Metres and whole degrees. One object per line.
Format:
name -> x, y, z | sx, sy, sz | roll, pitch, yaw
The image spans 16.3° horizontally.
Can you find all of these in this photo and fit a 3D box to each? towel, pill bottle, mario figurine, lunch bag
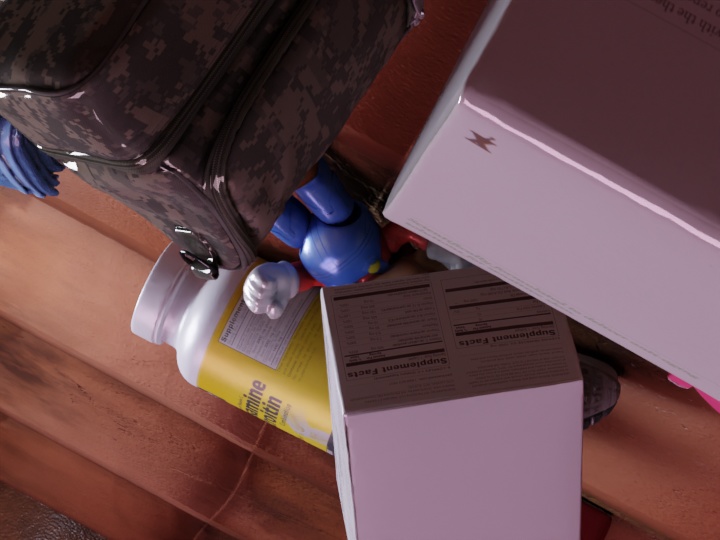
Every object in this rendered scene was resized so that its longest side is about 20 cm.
towel -> -0.327, -0.118, 1.935 | 0.199, 0.049, 0.112 | 22, 161, 22
pill bottle -> -0.070, 0.055, 1.929 | 0.199, 0.112, 0.112 | 26, 163, 7
mario figurine -> 0.000, 0.000, 1.670 | 0.200, 0.106, 0.123 | 39, 158, -28
lunch bag -> -0.072, -0.118, 1.279 | 0.139, 0.200, 0.168 | 11, 153, 51

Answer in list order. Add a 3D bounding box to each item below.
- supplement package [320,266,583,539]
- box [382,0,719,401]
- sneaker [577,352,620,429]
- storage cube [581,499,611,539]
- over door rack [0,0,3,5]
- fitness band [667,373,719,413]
supplement package -> 0.062, 0.107, 1.658 | 0.155, 0.111, 0.200 | -8, 138, -4
box -> 0.145, -0.071, 1.109 | 0.199, 0.172, 0.200 | 29, 163, -2
sneaker -> 0.087, 0.062, 1.782 | 0.199, 0.087, 0.075 | 10, 122, 3
storage cube -> 0.086, 0.260, 2.172 | 0.200, 0.180, 0.171 | 29, 163, -2
over door rack -> -0.249, -0.128, 1.747 | 0.147, 0.067, 0.200 | 26, 163, 8
fitness band -> 0.275, 0.078, 1.582 | 0.143, 0.038, 0.200 | 29, 165, -5
